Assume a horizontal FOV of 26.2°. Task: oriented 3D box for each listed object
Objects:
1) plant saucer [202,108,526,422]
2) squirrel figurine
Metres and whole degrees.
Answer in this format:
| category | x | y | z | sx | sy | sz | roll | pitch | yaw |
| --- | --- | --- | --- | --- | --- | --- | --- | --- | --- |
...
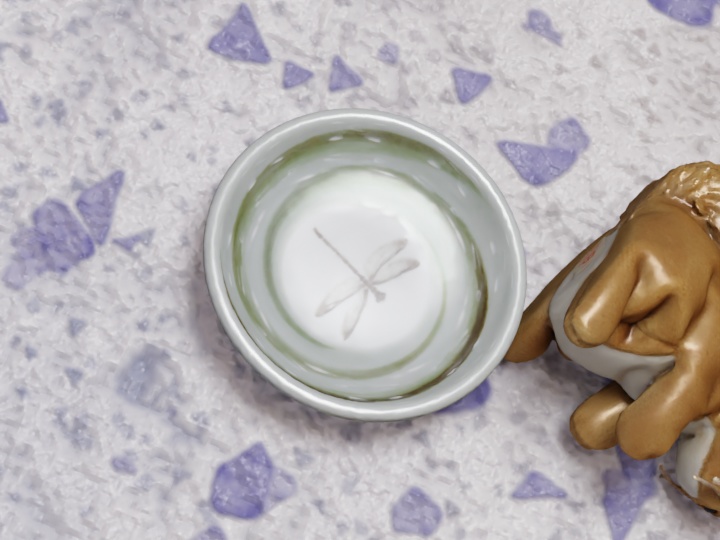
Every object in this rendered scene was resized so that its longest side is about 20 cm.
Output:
| category | x | y | z | sx | sy | sz | roll | pitch | yaw |
| --- | --- | --- | --- | --- | --- | --- | --- | --- | --- |
| plant saucer | 0.000 | 0.000 | 0.944 | 0.200 | 0.050 | 0.200 | 5 | 69 | -13 |
| squirrel figurine | 0.216 | 0.044 | 0.940 | 0.187 | 0.142 | 0.200 | 43 | 68 | -3 |
